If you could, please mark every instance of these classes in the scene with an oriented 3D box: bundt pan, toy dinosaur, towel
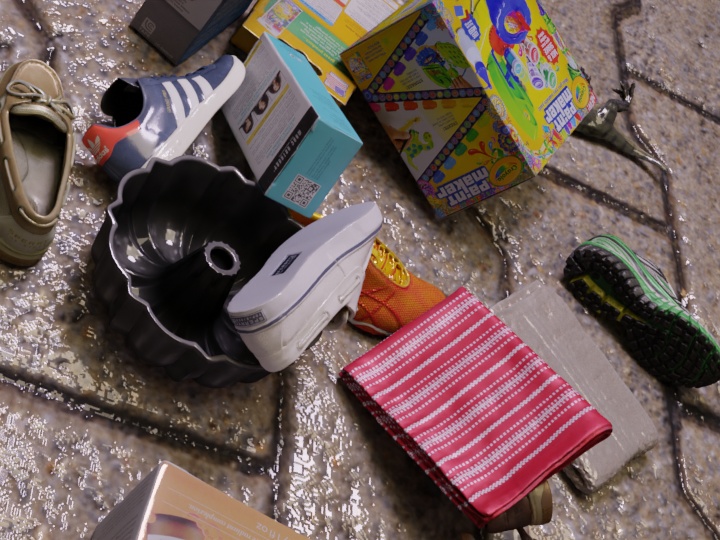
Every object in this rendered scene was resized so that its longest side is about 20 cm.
[{"bbox_3d":[-0.128,0.010,1.220,0.202,0.076,0.202,22,45,-24],"label":"bundt pan"},{"bbox_3d":[0.275,-0.183,1.745,0.200,0.047,0.088,24,59,-24],"label":"toy dinosaur"},{"bbox_3d":[0.190,0.108,1.441,0.132,0.034,0.200,-26,77,-47],"label":"towel"},{"bbox_3d":[0.094,0.108,1.264,0.145,0.022,0.200,-33,54,-18],"label":"towel"}]

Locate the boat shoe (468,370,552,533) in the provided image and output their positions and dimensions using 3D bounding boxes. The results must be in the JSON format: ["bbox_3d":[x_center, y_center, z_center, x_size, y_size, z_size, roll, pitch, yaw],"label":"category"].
[{"bbox_3d":[0.091,0.144,1.292,0.072,0.072,0.200,-18,47,-12],"label":"boat shoe"}]

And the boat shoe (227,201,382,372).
[{"bbox_3d":[-0.032,0.013,1.201,0.200,0.071,0.070,-50,121,-53],"label":"boat shoe"}]

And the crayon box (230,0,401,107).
[{"bbox_3d":[-0.046,-0.239,1.514,0.126,0.052,0.200,37,40,-10],"label":"crayon box"}]

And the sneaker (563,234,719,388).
[{"bbox_3d":[0.304,0.036,1.563,0.200,0.078,0.085,47,40,2],"label":"sneaker"}]

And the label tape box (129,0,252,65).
[{"bbox_3d":[-0.110,-0.296,1.393,0.063,0.200,0.144,42,40,-3],"label":"label tape box"}]

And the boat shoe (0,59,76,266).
[{"bbox_3d":[-0.258,-0.098,1.210,0.073,0.063,0.201,22,46,-25],"label":"boat shoe"}]

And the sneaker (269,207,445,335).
[{"bbox_3d":[0.000,0.000,1.338,0.200,0.077,0.073,24,43,-26],"label":"sneaker"}]

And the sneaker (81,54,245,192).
[{"bbox_3d":[-0.170,-0.146,1.316,0.085,0.075,0.200,40,40,-8],"label":"sneaker"}]

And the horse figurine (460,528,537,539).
[{"bbox_3d":[0.108,0.269,1.227,0.200,0.050,0.133,-18,63,-44],"label":"horse figurine"}]

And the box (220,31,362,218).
[{"bbox_3d":[-0.065,-0.130,1.324,0.049,0.082,0.200,27,18,-30],"label":"box"}]

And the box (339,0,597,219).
[{"bbox_3d":[0.112,-0.190,1.515,0.193,0.122,0.200,58,36,-12],"label":"box"}]

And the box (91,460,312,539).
[{"bbox_3d":[-0.115,0.257,1.004,0.152,0.106,0.200,30,42,-17],"label":"box"}]
